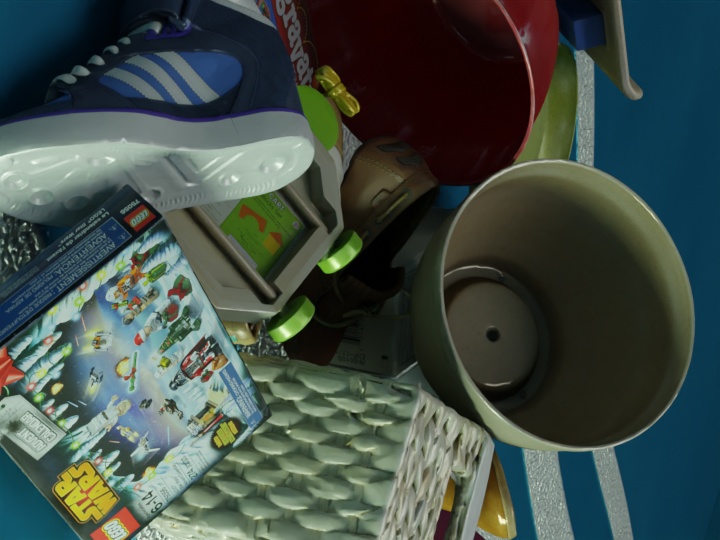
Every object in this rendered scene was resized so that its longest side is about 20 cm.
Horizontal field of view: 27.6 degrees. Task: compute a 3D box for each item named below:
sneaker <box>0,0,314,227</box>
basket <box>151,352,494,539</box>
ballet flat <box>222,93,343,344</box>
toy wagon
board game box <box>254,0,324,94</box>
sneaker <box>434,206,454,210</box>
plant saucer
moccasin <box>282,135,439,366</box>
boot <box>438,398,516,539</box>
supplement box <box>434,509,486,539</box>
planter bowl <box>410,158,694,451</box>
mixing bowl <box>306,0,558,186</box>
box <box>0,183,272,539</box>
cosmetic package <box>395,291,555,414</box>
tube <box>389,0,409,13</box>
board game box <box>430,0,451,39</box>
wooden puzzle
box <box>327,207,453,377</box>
[{"bbox_3d":[-0.131,-0.108,0.813,0.199,0.147,0.081,-8,149,-29],"label":"sneaker"},{"bbox_3d":[-0.033,0.138,0.966,0.123,0.199,0.136,43,59,-55],"label":"basket"},{"bbox_3d":[-0.048,-0.031,0.991,0.201,0.063,0.069,-60,151,-21],"label":"ballet flat"},{"bbox_3d":[-0.064,-0.057,0.920,0.155,0.039,0.200,51,46,-16],"label":"toy wagon"},{"bbox_3d":[-0.062,-0.142,1.008,0.103,0.019,0.201,-60,149,-41],"label":"board game box"},{"bbox_3d":[0.141,-0.017,1.390,0.200,0.120,0.084,14,86,-67],"label":"sneaker"},{"bbox_3d":[0.135,-0.096,1.246,0.200,0.031,0.201,-48,147,-47],"label":"plant saucer"},{"bbox_3d":[0.001,0.000,1.067,0.073,0.078,0.202,-11,139,-52],"label":"moccasin"},{"bbox_3d":[0.018,0.153,1.053,0.201,0.143,0.071,-134,-147,-67],"label":"boot"},{"bbox_3d":[0.001,0.271,1.117,0.200,0.086,0.110,-57,169,29],"label":"supplement box"},{"bbox_3d":[0.115,0.037,1.043,0.135,0.199,0.201,-31,-145,62],"label":"planter bowl"},{"bbox_3d":[0.064,-0.171,1.035,0.108,0.199,0.201,-42,138,-36],"label":"mixing bowl"},{"bbox_3d":[-0.137,0.064,0.817,0.137,0.040,0.200,-40,143,-14],"label":"box"},{"bbox_3d":[0.092,0.092,1.205,0.113,0.081,0.200,-32,175,-25],"label":"cosmetic package"},{"bbox_3d":[0.075,-0.254,1.173,0.200,0.050,0.078,-31,128,-41],"label":"tube"},{"bbox_3d":[0.096,-0.215,1.164,0.135,0.028,0.201,-32,141,-40],"label":"board game box"},{"bbox_3d":[0.175,-0.258,1.244,0.185,0.046,0.201,-112,-177,-60],"label":"wooden puzzle"},{"bbox_3d":[0.036,0.012,1.214,0.200,0.077,0.096,-26,122,-62],"label":"box"}]
